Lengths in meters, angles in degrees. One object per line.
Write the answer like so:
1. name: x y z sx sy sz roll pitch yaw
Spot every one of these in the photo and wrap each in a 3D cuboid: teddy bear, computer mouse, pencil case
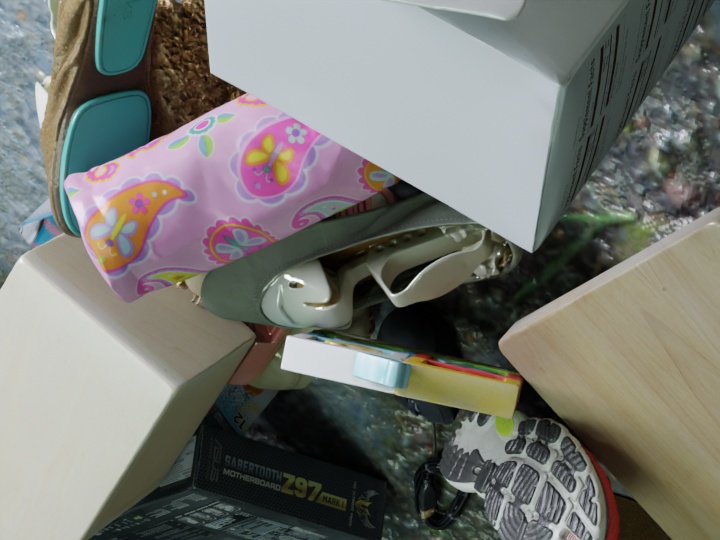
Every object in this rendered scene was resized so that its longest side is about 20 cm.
1. teddy bear: -0.092 -0.073 1.351 0.145 0.067 0.200 -32 93 39
2. computer mouse: 0.040 0.103 1.452 0.059 0.034 0.200 16 135 28
3. pencil case: -0.066 -0.056 1.266 0.200 0.087 0.087 -26 114 4

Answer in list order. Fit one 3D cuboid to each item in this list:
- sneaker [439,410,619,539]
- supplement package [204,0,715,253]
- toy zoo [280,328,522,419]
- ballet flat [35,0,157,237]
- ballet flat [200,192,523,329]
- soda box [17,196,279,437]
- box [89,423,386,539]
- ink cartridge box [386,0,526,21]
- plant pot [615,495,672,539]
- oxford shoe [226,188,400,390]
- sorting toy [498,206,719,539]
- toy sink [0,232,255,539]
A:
1. sneaker: 0.120 0.128 1.332 0.085 0.077 0.200 24 -173 -21
2. supplement package: 0.059 -0.156 1.035 0.191 0.200 0.147 31 155 15
3. toy zoo: 0.027 0.058 1.271 0.131 0.020 0.200 12 -179 5
4. ballet flat: -0.160 -0.118 1.295 0.072 0.068 0.200 40 133 39
5. ballet flat: 0.000 0.000 1.290 0.200 0.064 0.067 -19 135 10
6. soda box: -0.138 0.024 1.497 0.064 0.068 0.200 -18 114 45
7. box: -0.102 0.169 1.561 0.158 0.051 0.200 21 153 -31
8. ink cartridge box: 0.037 -0.208 0.934 0.116 0.200 0.068 10 152 13
9. plant pot: 0.127 0.273 1.406 0.186 0.200 0.186 24 139 23
10. oxford shoe: -0.017 0.013 1.406 0.074 0.071 0.200 17 143 -28
11. sorting toy: 0.213 0.062 1.237 0.200 0.070 0.199 47 142 -7
12. toy sink: -0.180 0.085 1.417 0.130 0.112 0.200 39 120 10
